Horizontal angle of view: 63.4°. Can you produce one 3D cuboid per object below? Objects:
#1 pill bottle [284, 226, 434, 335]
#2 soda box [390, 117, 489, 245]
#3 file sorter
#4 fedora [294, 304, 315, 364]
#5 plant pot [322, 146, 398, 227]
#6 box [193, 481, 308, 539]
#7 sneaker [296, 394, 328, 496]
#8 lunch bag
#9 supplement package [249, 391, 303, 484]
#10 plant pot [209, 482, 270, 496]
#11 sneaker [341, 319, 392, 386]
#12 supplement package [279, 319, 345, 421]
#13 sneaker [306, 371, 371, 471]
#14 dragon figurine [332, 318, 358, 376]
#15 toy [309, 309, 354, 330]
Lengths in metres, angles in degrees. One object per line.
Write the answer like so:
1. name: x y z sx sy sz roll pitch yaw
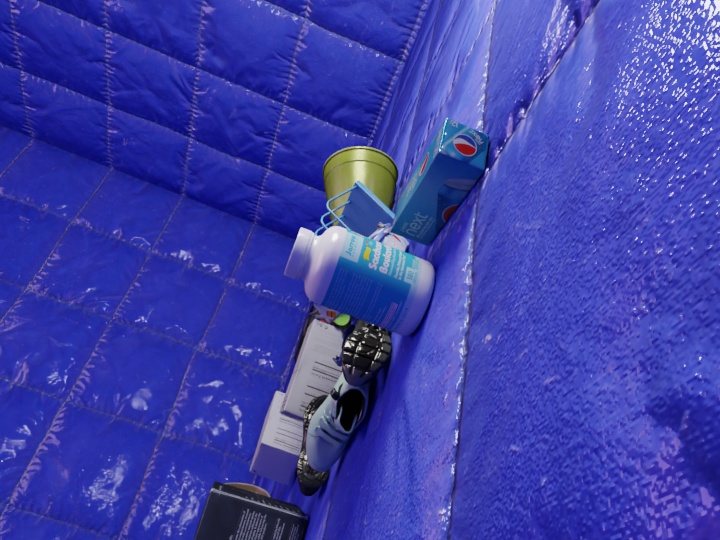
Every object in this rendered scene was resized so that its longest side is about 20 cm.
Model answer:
1. pill bottle: -0.004 0.008 0.815 0.111 0.197 0.113 -160 90 -83
2. soda box: 0.108 -0.118 0.833 0.201 0.067 0.065 121 167 -59
3. file sorter: -0.024 -0.061 1.277 0.122 0.139 0.201 -34 -19 -40
4. fedora: -0.126 0.195 1.731 0.201 0.090 0.204 -160 89 -83
5. plant pot: -0.003 -0.165 1.452 0.201 0.197 0.196 120 157 -55
6. box: -0.221 0.511 1.155 0.200 0.193 0.126 128 162 -70
7. sneaker: -0.088 0.335 1.125 0.092 0.075 0.202 107 180 -46
8. lunch bag: 0.000 0.000 1.044 0.200 0.076 0.160 -43 2 20
9. supplement package: -0.209 0.442 1.552 0.201 0.108 0.115 -82 14 -62
10. plant pot: -0.402 0.816 1.883 0.200 0.196 0.187 -162 81 -83
11. sneaker: 0.017 0.120 0.949 0.201 0.074 0.080 -65 -9 -50
12. supplement package: -0.090 0.228 1.269 0.114 0.108 0.203 130 159 -70
13. sneaker: -0.043 0.254 0.944 0.118 0.073 0.203 -72 5 -80
14. dragon figurine: -0.009 0.138 1.085 0.100 0.058 0.203 120 169 -57
15. toy: -0.057 0.119 1.337 0.200 0.113 0.048 135 141 -76
